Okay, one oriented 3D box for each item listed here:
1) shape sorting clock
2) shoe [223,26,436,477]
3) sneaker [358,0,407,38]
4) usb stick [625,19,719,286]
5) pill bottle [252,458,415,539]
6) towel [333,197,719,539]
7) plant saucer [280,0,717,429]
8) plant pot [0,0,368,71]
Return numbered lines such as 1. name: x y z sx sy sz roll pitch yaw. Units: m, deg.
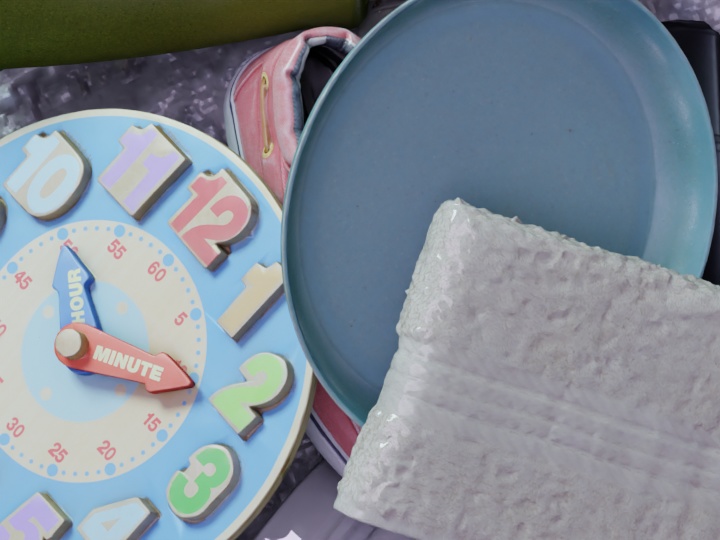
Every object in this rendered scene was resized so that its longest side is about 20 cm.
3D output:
1. shape sorting clock: -0.110 0.032 1.189 0.200 0.039 0.200 -5 75 18
2. shoe: 0.000 0.000 1.202 0.071 0.091 0.200 -18 90 -16
3. sneaker: 0.050 -0.104 1.253 0.085 0.073 0.200 46 104 3
4. usb stick: 0.129 -0.009 1.239 0.055 0.033 0.200 -2 77 5
5. pill bottle: 0.041 0.170 1.262 0.200 0.109 0.109 38 102 7
6. towel: 0.098 0.059 1.164 0.200 0.034 0.133 18 92 -21
7. plant saucer: 0.052 -0.023 1.166 0.200 0.027 0.200 -8 107 -29
8. plant pot: -0.088 -0.170 1.228 0.193 0.200 0.201 5 96 3
